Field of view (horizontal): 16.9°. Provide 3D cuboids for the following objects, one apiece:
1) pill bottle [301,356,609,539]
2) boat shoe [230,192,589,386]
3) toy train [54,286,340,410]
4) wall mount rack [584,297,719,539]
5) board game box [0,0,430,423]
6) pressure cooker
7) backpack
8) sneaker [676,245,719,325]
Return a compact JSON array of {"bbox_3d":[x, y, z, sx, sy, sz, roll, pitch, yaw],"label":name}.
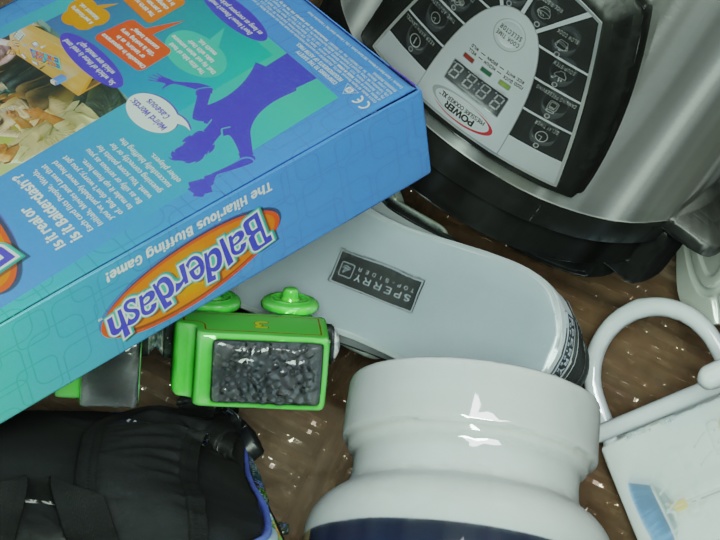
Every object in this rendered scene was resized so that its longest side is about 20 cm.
[{"bbox_3d":[0.031,0.138,0.865,0.115,0.116,0.200,10,70,-7],"label":"pill bottle"},{"bbox_3d":[0.001,-0.002,0.964,0.199,0.068,0.074,20,85,21],"label":"boat shoe"},{"bbox_3d":[-0.106,0.028,0.896,0.199,0.056,0.042,2,109,-6],"label":"toy train"},{"bbox_3d":[0.108,0.117,0.955,0.174,0.075,0.200,-25,79,24],"label":"wall mount rack"},{"bbox_3d":[-0.099,-0.041,0.874,0.200,0.045,0.152,-30,48,-21],"label":"board game box"},{"bbox_3d":[0.084,-0.099,0.934,0.178,0.200,0.176,14,40,-27],"label":"pressure cooker"},{"bbox_3d":[-0.113,0.127,0.848,0.183,0.200,0.147,0,97,-10],"label":"backpack"},{"bbox_3d":[0.185,-0.065,1.014,0.080,0.076,0.200,13,79,-19],"label":"sneaker"}]
